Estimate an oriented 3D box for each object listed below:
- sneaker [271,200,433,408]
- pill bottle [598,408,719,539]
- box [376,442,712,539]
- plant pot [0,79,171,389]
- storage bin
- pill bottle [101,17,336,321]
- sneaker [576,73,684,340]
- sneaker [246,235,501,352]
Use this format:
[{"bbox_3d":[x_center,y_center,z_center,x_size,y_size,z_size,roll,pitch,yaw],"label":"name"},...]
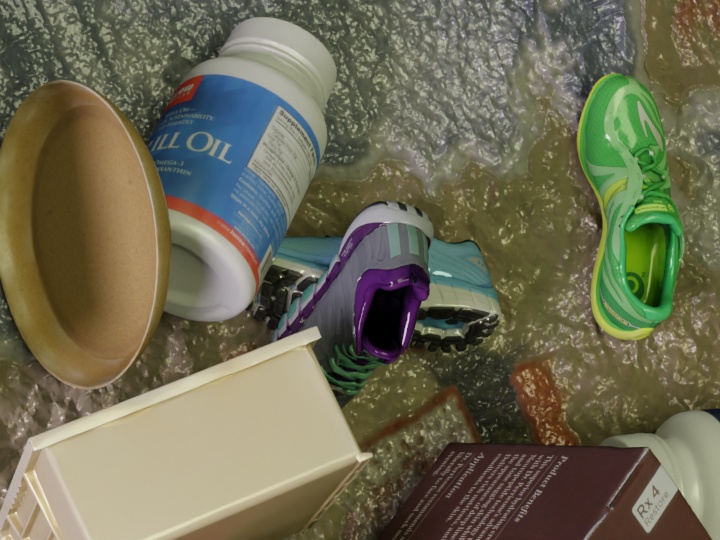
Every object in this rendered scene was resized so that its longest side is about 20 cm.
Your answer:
[{"bbox_3d":[-0.009,0.049,1.526,0.074,0.200,0.088,13,39,-18],"label":"sneaker"},{"bbox_3d":[0.276,0.160,1.670,0.200,0.120,0.120,-3,85,-23],"label":"pill bottle"},{"bbox_3d":[0.123,0.229,1.526,0.166,0.200,0.164,-50,118,-29],"label":"box"},{"bbox_3d":[-0.177,-0.024,1.468,0.027,0.200,0.200,-8,87,-39],"label":"plant pot"},{"bbox_3d":[-0.119,0.144,1.471,0.200,0.199,0.094,-22,75,-23],"label":"storage bin"},{"bbox_3d":[-0.089,-0.074,1.539,0.112,0.112,0.200,34,54,-15],"label":"pill bottle"},{"bbox_3d":[0.211,-0.050,1.688,0.074,0.084,0.200,-2,84,-22],"label":"sneaker"},{"bbox_3d":[0.000,0.000,1.613,0.200,0.078,0.090,10,54,-16],"label":"sneaker"}]
